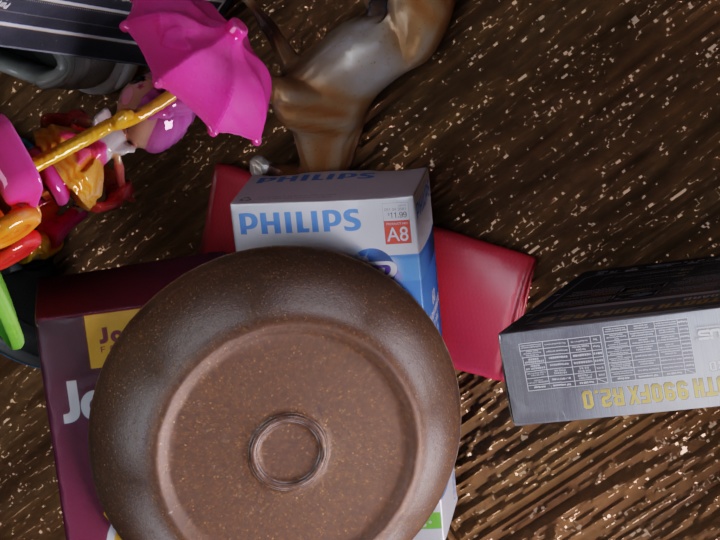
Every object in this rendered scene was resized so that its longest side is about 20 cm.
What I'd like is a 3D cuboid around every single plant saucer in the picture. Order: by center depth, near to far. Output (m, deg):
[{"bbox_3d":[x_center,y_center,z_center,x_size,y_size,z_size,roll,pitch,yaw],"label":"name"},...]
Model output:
[{"bbox_3d":[-0.040,0.089,0.945,0.199,0.037,0.201,-3,106,-12],"label":"plant saucer"}]

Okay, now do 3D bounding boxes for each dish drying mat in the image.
[{"bbox_3d":[0.000,0.000,1.049,0.199,0.018,0.077,17,108,19],"label":"dish drying mat"}]

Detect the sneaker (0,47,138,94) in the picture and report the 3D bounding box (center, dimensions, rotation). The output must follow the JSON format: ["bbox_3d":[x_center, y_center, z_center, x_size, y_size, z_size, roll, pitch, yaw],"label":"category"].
[{"bbox_3d":[-0.226,-0.167,1.066,0.200,0.092,0.076,29,110,15],"label":"sneaker"}]

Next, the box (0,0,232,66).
[{"bbox_3d":[-0.131,-0.222,0.946,0.123,0.200,0.199,49,114,23],"label":"box"}]

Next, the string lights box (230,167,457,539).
[{"bbox_3d":[-0.007,0.048,1.009,0.102,0.059,0.201,-2,109,11],"label":"string lights box"}]

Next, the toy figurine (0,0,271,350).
[{"bbox_3d":[-0.132,-0.064,0.931,0.184,0.200,0.150,-29,84,-14],"label":"toy figurine"}]

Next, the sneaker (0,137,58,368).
[{"bbox_3d":[-0.224,-0.033,1.103,0.082,0.073,0.200,-35,87,26],"label":"sneaker"}]

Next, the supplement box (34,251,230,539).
[{"bbox_3d":[-0.111,0.101,0.999,0.110,0.086,0.201,-7,106,-6],"label":"supplement box"}]

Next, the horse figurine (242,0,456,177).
[{"bbox_3d":[-0.009,-0.133,0.992,0.200,0.050,0.133,-45,108,7],"label":"horse figurine"}]

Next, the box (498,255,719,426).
[{"bbox_3d":[0.186,0.026,0.900,0.199,0.158,0.049,-8,98,23],"label":"box"}]
